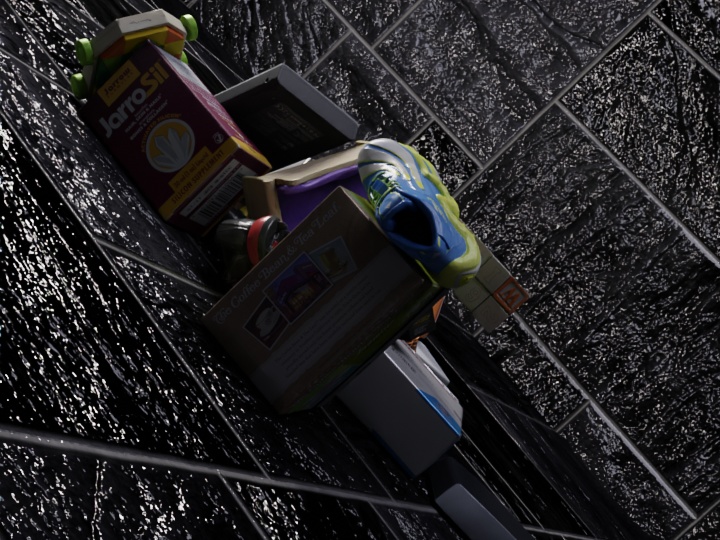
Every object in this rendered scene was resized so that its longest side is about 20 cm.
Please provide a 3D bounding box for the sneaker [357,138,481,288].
[{"bbox_3d":[0.045,-0.074,1.259,0.200,0.076,0.105,52,9,31],"label":"sneaker"}]

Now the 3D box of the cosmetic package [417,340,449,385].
[{"bbox_3d":[0.036,0.115,1.865,0.200,0.074,0.102,40,9,-38],"label":"cosmetic package"}]

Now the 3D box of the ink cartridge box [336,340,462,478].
[{"bbox_3d":[0.053,0.164,1.606,0.147,0.086,0.200,47,5,2],"label":"ink cartridge box"}]

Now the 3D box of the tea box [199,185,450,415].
[{"bbox_3d":[-0.031,0.034,1.330,0.134,0.200,0.197,48,8,11],"label":"tea box"}]

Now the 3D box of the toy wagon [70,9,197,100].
[{"bbox_3d":[-0.291,-0.255,1.621,0.040,0.154,0.200,60,-29,19],"label":"toy wagon"}]

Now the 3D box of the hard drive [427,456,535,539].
[{"bbox_3d":[0.165,0.321,1.575,0.200,0.042,0.135,46,7,-9],"label":"hard drive"}]

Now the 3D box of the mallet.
[{"bbox_3d":[-0.116,-0.088,1.647,0.200,0.041,0.066,-31,83,-41],"label":"mallet"}]

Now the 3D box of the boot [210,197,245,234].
[{"bbox_3d":[-0.169,-0.089,1.731,0.167,0.072,0.200,53,12,19],"label":"boot"}]

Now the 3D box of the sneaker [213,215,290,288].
[{"bbox_3d":[-0.117,0.005,1.484,0.097,0.071,0.201,9,-33,21],"label":"sneaker"}]

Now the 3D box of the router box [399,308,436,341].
[{"bbox_3d":[0.000,0.000,1.642,0.199,0.052,0.158,5,-70,46],"label":"router box"}]

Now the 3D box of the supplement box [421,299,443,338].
[{"bbox_3d":[0.023,0.030,1.921,0.199,0.069,0.067,21,-22,-3],"label":"supplement box"}]

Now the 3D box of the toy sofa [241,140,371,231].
[{"bbox_3d":[-0.037,-0.095,1.545,0.097,0.199,0.083,11,-64,49],"label":"toy sofa"}]

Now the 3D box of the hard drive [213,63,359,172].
[{"bbox_3d":[-0.119,-0.187,1.635,0.139,0.199,0.033,35,56,-33],"label":"hard drive"}]

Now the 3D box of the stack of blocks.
[{"bbox_3d":[0.095,-0.027,1.371,0.200,0.059,0.115,49,5,5],"label":"stack of blocks"}]

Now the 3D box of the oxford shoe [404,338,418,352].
[{"bbox_3d":[0.048,0.106,1.739,0.073,0.071,0.201,1,-62,45],"label":"oxford shoe"}]

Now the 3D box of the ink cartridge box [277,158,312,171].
[{"bbox_3d":[-0.117,-0.119,1.828,0.200,0.086,0.147,31,-13,33],"label":"ink cartridge box"}]

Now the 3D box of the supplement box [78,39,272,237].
[{"bbox_3d":[-0.226,-0.161,1.554,0.200,0.131,0.103,48,8,22],"label":"supplement box"}]
